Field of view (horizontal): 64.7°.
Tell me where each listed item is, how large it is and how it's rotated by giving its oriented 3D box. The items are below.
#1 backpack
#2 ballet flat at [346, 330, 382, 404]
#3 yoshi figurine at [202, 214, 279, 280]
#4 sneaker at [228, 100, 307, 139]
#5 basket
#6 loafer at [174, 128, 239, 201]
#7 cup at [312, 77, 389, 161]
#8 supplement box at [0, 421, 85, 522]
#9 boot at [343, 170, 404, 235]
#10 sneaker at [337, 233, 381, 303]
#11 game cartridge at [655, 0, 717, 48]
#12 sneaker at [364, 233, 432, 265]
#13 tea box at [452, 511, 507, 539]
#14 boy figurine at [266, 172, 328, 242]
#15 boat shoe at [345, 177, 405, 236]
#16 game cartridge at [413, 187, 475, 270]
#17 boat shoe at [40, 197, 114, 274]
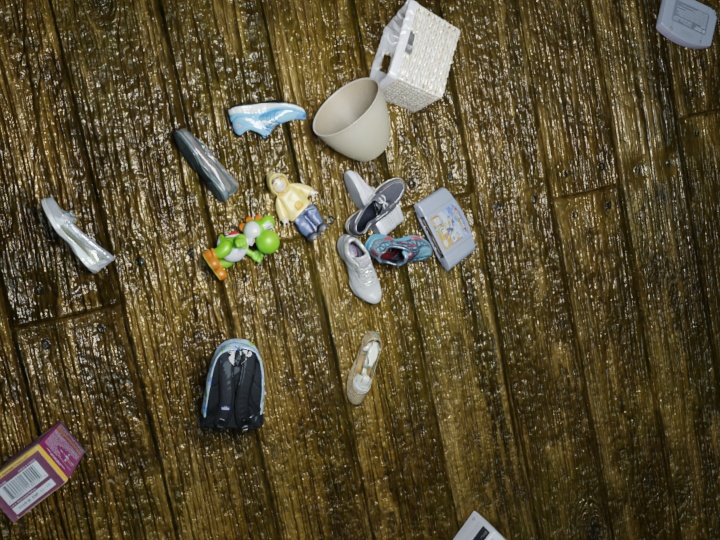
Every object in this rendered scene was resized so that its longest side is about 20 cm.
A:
[{"bbox_3d":[-0.311,0.272,1.406,0.160,0.154,0.204,2,112,-12],"label":"backpack"},{"bbox_3d":[0.011,0.262,1.518,0.069,0.065,0.204,13,88,-14],"label":"ballet flat"},{"bbox_3d":[-0.283,-0.054,1.420,0.199,0.112,0.113,-38,116,-13],"label":"yoshi figurine"},{"bbox_3d":[-0.233,-0.382,1.448,0.196,0.079,0.092,-8,112,-11],"label":"sneaker"},{"bbox_3d":[0.133,-0.540,1.463,0.158,0.200,0.202,17,88,-16],"label":"basket"},{"bbox_3d":[-0.380,-0.268,1.411,0.063,0.071,0.202,-43,109,-30],"label":"loafer"},{"bbox_3d":[-0.003,-0.365,1.451,0.201,0.199,0.143,-49,129,-8],"label":"cup"},{"bbox_3d":[-0.716,0.439,1.263,0.130,0.200,0.104,-38,100,-10],"label":"supplement box"},{"bbox_3d":[0.039,-0.195,1.519,0.095,0.073,0.202,-36,108,-17],"label":"boot"},{"bbox_3d":[0.000,0.000,1.492,0.074,0.099,0.202,-30,100,-14],"label":"sneaker"},{"bbox_3d":[1.012,-0.773,1.770,0.196,0.040,0.136,16,84,-14],"label":"game cartridge"},{"bbox_3d":[0.111,-0.040,1.506,0.196,0.096,0.081,0,121,-24],"label":"sneaker"},{"bbox_3d":[0.347,0.832,1.585,0.197,0.133,0.200,44,81,-11],"label":"tea box"},{"bbox_3d":[-0.165,-0.175,1.464,0.124,0.064,0.201,-39,103,-8],"label":"boy figurine"},{"bbox_3d":[0.048,-0.159,1.454,0.200,0.063,0.073,-42,110,-8],"label":"boat shoe"},{"bbox_3d":[0.237,-0.119,1.564,0.132,0.041,0.202,-33,99,-26],"label":"game cartridge"},{"bbox_3d":[-0.665,-0.089,1.333,0.064,0.074,0.204,-38,104,-17],"label":"boat shoe"}]
